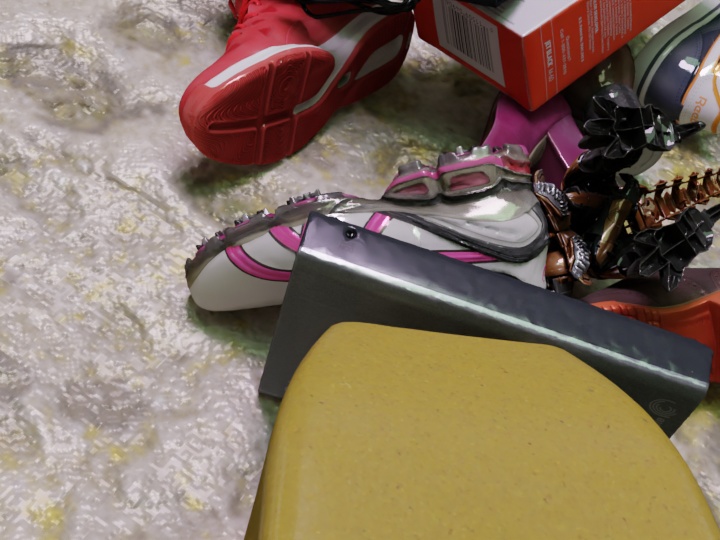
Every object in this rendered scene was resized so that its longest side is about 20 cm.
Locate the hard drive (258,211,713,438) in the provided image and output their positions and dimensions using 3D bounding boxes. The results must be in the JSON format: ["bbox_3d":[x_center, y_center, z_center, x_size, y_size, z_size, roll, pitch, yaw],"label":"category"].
[{"bbox_3d":[0.055,0.049,0.702,0.198,0.140,0.033,18,56,-1],"label":"hard drive"}]

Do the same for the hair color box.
[{"bbox_3d":[0.140,-0.196,0.897,0.199,0.064,0.111,-36,51,-18],"label":"hair color box"}]

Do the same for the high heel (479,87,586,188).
[{"bbox_3d":[0.061,-0.069,0.850,0.199,0.068,0.096,-24,66,-35],"label":"high heel"}]

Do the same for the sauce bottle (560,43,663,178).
[{"bbox_3d":[0.143,-0.148,0.949,0.064,0.065,0.201,-8,55,-23],"label":"sauce bottle"}]

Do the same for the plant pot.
[{"bbox_3d":[0.032,0.136,0.596,0.193,0.195,0.201,6,44,-12],"label":"plant pot"}]

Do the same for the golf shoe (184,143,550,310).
[{"bbox_3d":[0.000,0.000,0.737,0.072,0.198,0.093,-6,82,-70],"label":"golf shoe"}]

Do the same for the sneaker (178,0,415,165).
[{"bbox_3d":[-0.065,-0.137,0.881,0.115,0.079,0.199,33,37,23],"label":"sneaker"}]

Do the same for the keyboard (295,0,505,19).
[{"bbox_3d":[-0.001,-0.174,0.852,0.198,0.040,0.104,15,28,26],"label":"keyboard"}]

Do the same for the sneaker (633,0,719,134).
[{"bbox_3d":[0.270,-0.161,0.990,0.079,0.079,0.200,36,61,21],"label":"sneaker"}]

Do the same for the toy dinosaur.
[{"bbox_3d":[0.132,-0.034,0.802,0.200,0.136,0.102,-41,91,-26],"label":"toy dinosaur"}]

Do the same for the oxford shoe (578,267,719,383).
[{"bbox_3d":[0.153,0.038,0.807,0.197,0.072,0.073,-7,21,-15],"label":"oxford shoe"}]
